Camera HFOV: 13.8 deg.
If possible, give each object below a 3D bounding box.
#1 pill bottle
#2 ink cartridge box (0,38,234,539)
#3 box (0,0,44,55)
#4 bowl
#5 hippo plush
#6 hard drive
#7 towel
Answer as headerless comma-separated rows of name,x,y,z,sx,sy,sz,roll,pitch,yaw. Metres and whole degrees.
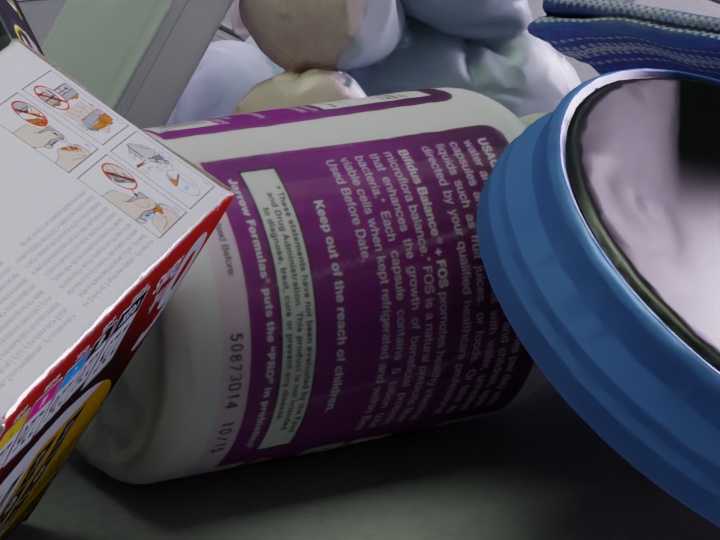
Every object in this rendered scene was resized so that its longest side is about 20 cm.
pill bottle,0.000,0.000,0.973,0.199,0.113,0.112,-9,21,-30
ink cartridge box,-0.135,0.050,0.806,0.084,0.176,0.200,35,23,2
box,-0.202,-0.046,0.954,0.199,0.049,0.162,-34,50,3
bowl,0.131,0.011,0.914,0.200,0.039,0.201,23,32,-15
hippo plush,-0.008,-0.079,1.130,0.200,0.160,0.160,-33,26,-33
hard drive,-0.088,-0.083,1.095,0.027,0.201,0.132,26,10,-21
towel,0.166,-0.036,1.052,0.200,0.024,0.144,33,-10,-37
